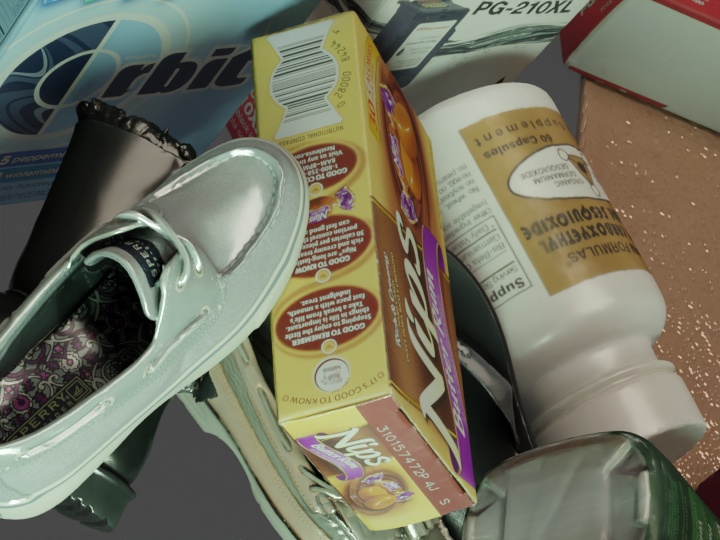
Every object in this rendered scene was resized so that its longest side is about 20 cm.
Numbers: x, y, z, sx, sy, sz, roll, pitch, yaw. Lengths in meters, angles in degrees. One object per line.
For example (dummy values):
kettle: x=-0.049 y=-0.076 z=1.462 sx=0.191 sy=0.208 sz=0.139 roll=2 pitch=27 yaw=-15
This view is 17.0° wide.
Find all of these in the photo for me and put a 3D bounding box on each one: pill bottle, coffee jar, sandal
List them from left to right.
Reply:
sandal: x=0.044 y=0.065 z=1.153 sx=0.201 sy=0.076 sz=0.043 roll=61 pitch=11 yaw=6
pill bottle: x=0.090 y=0.015 z=1.226 sx=0.114 sy=0.114 sz=0.200 roll=-8 pitch=63 yaw=-42
coffee jar: x=0.139 y=0.155 z=1.109 sx=0.200 sy=0.104 sz=0.086 roll=40 pitch=43 yaw=-42

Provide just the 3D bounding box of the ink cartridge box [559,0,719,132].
ink cartridge box: x=0.200 y=-0.200 z=1.515 sx=0.146 sy=0.083 sz=0.200 roll=19 pitch=47 yaw=-25

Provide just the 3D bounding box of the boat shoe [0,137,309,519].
boat shoe: x=-0.090 y=0.014 z=0.972 sx=0.070 sy=0.072 sz=0.201 roll=37 pitch=68 yaw=13

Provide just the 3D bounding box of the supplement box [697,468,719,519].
supplement box: x=0.282 y=0.163 z=1.261 sx=0.200 sy=0.110 sz=0.086 roll=32 pitch=43 yaw=-13

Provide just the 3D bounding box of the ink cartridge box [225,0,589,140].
ink cartridge box: x=0.029 y=-0.145 z=1.242 sx=0.144 sy=0.200 sz=0.085 roll=-6 pitch=61 yaw=-41

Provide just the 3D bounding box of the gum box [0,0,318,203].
gum box: x=-0.110 y=-0.107 z=1.088 sx=0.170 sy=0.200 sz=0.045 roll=-9 pitch=62 yaw=-42

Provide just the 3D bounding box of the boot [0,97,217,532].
boot: x=-0.139 y=0.001 z=1.037 sx=0.198 sy=0.073 sz=0.163 roll=34 pitch=71 yaw=-20

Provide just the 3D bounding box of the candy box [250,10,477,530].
candy box: x=0.000 y=0.000 z=1.075 sx=0.117 sy=0.056 sz=0.201 roll=55 pitch=23 yaw=-54

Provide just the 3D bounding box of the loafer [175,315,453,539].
loafer: x=-0.017 y=0.080 z=1.123 sx=0.200 sy=0.063 sz=0.072 roll=48 pitch=39 yaw=4
